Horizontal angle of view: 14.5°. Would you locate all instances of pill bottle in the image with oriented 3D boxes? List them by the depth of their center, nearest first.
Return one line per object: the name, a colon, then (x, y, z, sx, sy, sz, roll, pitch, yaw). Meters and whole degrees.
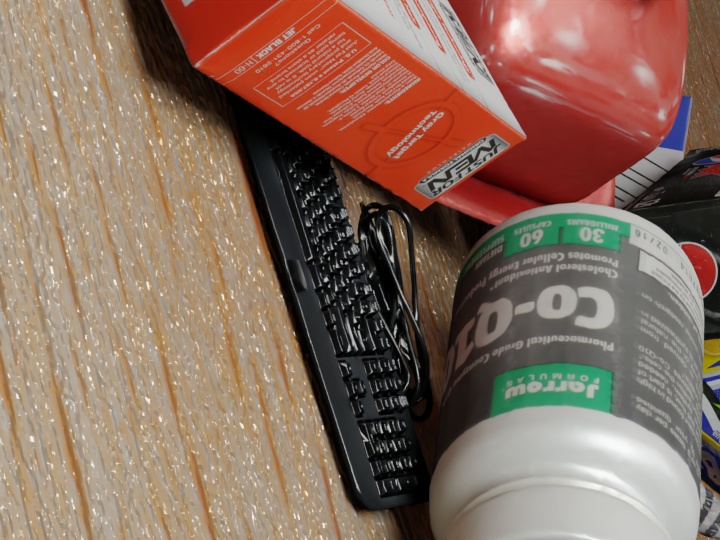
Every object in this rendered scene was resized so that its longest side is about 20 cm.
pill bottle: (0.088, 0.073, 1.190, 0.113, 0.113, 0.200, 59, 24, -33)

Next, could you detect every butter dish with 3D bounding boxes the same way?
butter dish: (0.091, -0.130, 1.324, 0.199, 0.148, 0.200, 20, 63, -39)

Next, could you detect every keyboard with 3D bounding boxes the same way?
keyboard: (0.000, 0.000, 1.186, 0.104, 0.040, 0.200, 4, 68, -71)

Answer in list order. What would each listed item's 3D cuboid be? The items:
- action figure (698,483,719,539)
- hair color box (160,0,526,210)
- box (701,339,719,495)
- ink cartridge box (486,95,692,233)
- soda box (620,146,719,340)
action figure: (0.120, 0.070, 1.385, 0.193, 0.105, 0.200, 66, 15, -46)
hair color box: (-0.016, -0.104, 1.154, 0.200, 0.061, 0.102, 29, 29, -58)
box: (0.172, 0.055, 1.468, 0.200, 0.064, 0.070, 42, -13, 53)
ink cartridge box: (0.126, -0.049, 1.530, 0.200, 0.094, 0.044, -68, 166, -65)
soda box: (0.180, -0.016, 1.393, 0.200, 0.063, 0.071, -32, 113, -70)
